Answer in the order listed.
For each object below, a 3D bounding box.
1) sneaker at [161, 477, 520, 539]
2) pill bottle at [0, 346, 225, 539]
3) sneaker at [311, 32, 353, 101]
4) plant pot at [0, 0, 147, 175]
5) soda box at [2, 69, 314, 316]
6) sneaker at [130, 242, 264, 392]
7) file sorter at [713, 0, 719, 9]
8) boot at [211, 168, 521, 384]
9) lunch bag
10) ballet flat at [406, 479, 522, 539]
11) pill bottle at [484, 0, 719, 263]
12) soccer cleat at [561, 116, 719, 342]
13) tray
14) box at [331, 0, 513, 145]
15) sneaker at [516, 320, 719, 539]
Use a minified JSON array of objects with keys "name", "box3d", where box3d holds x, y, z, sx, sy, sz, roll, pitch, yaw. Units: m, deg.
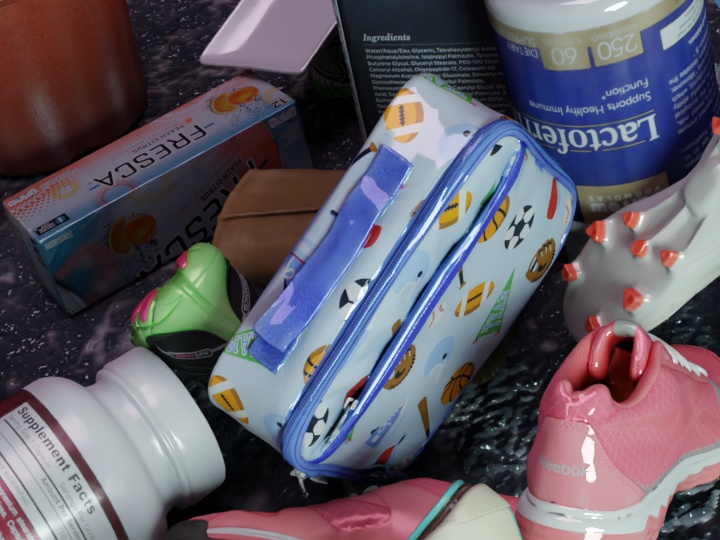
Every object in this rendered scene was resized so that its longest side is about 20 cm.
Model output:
[{"name":"sneaker","box3d":[0.004,0.139,0.749,0.197,0.075,0.087,2,30,12]},{"name":"pill bottle","box3d":[-0.171,0.127,0.776,0.199,0.114,0.113,-33,40,-23]},{"name":"sneaker","box3d":[-0.017,-0.192,1.150,0.077,0.086,0.200,-22,38,-9]},{"name":"plant pot","box3d":[-0.254,-0.190,1.140,0.198,0.197,0.202,-9,37,7]},{"name":"soda box","box3d":[-0.131,-0.055,1.034,0.199,0.064,0.068,-31,40,-18]},{"name":"sneaker","box3d":[-0.076,0.039,0.845,0.077,0.084,0.200,-47,-1,-2]},{"name":"file sorter","box3d":[0.290,-0.174,0.866,0.139,0.199,0.124,-44,57,29]},{"name":"boot","box3d":[0.000,0.000,0.925,0.197,0.067,0.176,0,36,23]},{"name":"lunch bag","box3d":[0.017,0.013,0.748,0.075,0.160,0.201,33,91,24]},{"name":"ballet flat","box3d":[0.000,0.177,0.664,0.200,0.069,0.070,-47,35,14]},{"name":"pill bottle","box3d":[0.143,-0.091,0.865,0.114,0.202,0.116,-13,36,10]},{"name":"soccer cleat","box3d":[0.181,-0.025,0.802,0.077,0.200,0.070,9,45,-35]},{"name":"tray","box3d":[-0.024,-0.210,1.097,0.107,0.022,0.201,12,60,40]},{"name":"box","box3d":[0.073,-0.174,1.002,0.122,0.198,0.201,1,40,20]},{"name":"sneaker","box3d":[0.135,0.060,0.728,0.073,0.088,0.200,9,20,26]}]
